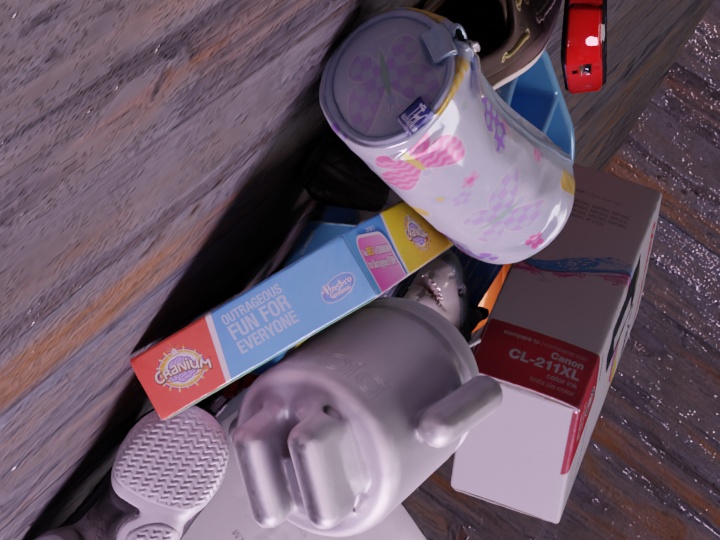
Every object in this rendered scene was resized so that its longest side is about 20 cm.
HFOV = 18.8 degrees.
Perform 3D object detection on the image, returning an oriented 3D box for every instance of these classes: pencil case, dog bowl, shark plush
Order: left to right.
[{"bbox_3d":[0.054,-0.075,1.251,0.091,0.083,0.200,-43,147,4],"label":"pencil case"},{"bbox_3d":[0.073,0.058,1.519,0.084,0.091,0.200,-62,143,-12],"label":"shark plush"},{"bbox_3d":[0.112,-0.099,1.598,0.200,0.049,0.112,62,46,-58],"label":"dog bowl"}]

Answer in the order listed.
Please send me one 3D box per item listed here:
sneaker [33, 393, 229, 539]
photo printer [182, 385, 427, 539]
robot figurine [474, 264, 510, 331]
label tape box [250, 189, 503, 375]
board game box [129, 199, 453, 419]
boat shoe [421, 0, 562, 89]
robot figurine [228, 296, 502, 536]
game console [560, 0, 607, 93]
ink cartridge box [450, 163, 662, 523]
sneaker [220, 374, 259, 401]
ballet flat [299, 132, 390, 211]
[{"bbox_3d":[-0.143,0.157,1.325,0.200,0.075,0.114,-50,180,11],"label":"sneaker"},{"bbox_3d":[-0.076,0.181,1.422,0.200,0.167,0.069,-35,178,-24],"label":"photo printer"},{"bbox_3d":[0.067,-0.002,1.800,0.144,0.116,0.200,-54,174,10],"label":"robot figurine"},{"bbox_3d":[0.000,0.000,1.497,0.199,0.066,0.144,0,133,-39],"label":"label tape box"},{"bbox_3d":[-0.033,0.015,1.295,0.153,0.040,0.200,-30,-179,19],"label":"board game box"},{"bbox_3d":[0.074,-0.152,1.356,0.200,0.072,0.060,-45,168,-36],"label":"boat shoe"},{"bbox_3d":[0.002,0.087,1.333,0.200,0.169,0.113,-37,122,-53],"label":"robot figurine"},{"bbox_3d":[0.149,-0.213,1.432,0.200,0.031,0.178,23,68,-84],"label":"game console"},{"bbox_3d":[0.136,0.047,1.504,0.146,0.082,0.200,92,20,-52],"label":"ink cartridge box"},{"bbox_3d":[-0.104,0.126,1.509,0.200,0.078,0.116,-65,174,-51],"label":"sneaker"},{"bbox_3d":[0.015,-0.068,1.393,0.067,0.057,0.200,-59,171,21],"label":"ballet flat"}]
